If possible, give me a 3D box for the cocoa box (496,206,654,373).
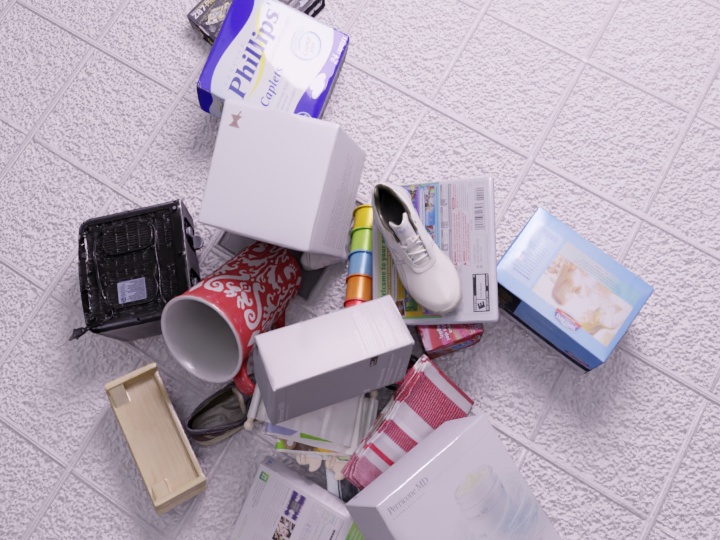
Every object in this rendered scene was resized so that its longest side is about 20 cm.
[{"bbox_3d":[0.294,0.032,1.011,0.199,0.131,0.134,38,81,13],"label":"cocoa box"}]

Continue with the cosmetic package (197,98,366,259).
[{"bbox_3d":[-0.102,-0.121,0.974,0.163,0.200,0.171,15,91,12],"label":"cosmetic package"}]

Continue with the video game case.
[{"bbox_3d":[0.103,-0.026,0.983,0.177,0.022,0.206,-3,80,18],"label":"video game case"}]

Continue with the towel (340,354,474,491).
[{"bbox_3d":[0.075,0.239,0.984,0.202,0.144,0.023,-54,35,-10],"label":"towel"}]

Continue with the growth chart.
[{"bbox_3d":[-0.064,0.199,0.961,0.196,0.018,0.148,25,73,-14],"label":"growth chart"}]

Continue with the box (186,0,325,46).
[{"bbox_3d":[-0.183,-0.460,1.221,0.161,0.049,0.201,41,82,11],"label":"box"}]

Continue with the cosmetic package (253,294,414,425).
[{"bbox_3d":[-0.038,0.117,0.908,0.196,0.108,0.091,-19,59,-18],"label":"cosmetic package"}]

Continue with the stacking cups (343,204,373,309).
[{"bbox_3d":[0.000,0.000,1.057,0.059,0.061,0.204,7,63,6],"label":"stacking cups"}]

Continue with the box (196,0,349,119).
[{"bbox_3d":[-0.141,-0.320,1.122,0.196,0.105,0.188,23,82,-5],"label":"box"}]

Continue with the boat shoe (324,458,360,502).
[{"bbox_3d":[-0.020,0.252,1.009,0.066,0.072,0.206,-7,78,3],"label":"boat shoe"}]

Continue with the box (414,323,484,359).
[{"bbox_3d":[0.110,0.021,1.044,0.093,0.100,0.204,-18,74,1],"label":"box"}]

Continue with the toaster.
[{"bbox_3d":[-0.341,0.008,1.073,0.195,0.119,0.185,-12,74,1],"label":"toaster"}]

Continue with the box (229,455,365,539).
[{"bbox_3d":[-0.078,0.375,0.973,0.197,0.036,0.147,28,104,12],"label":"box"}]

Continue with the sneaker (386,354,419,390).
[{"bbox_3d":[0.022,0.128,1.032,0.195,0.084,0.078,19,76,9],"label":"sneaker"}]

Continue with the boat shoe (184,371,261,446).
[{"bbox_3d":[-0.173,0.196,1.038,0.197,0.065,0.073,-28,73,-4],"label":"boat shoe"}]

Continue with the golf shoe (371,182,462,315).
[{"bbox_3d":[0.066,-0.031,0.933,0.078,0.097,0.202,-34,73,8],"label":"golf shoe"}]

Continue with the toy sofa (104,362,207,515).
[{"bbox_3d":[-0.305,0.251,1.033,0.081,0.098,0.203,-23,73,-23],"label":"toy sofa"}]

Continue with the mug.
[{"bbox_3d":[-0.176,0.066,1.013,0.130,0.182,0.200,10,32,20],"label":"mug"}]

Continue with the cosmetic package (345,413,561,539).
[{"bbox_3d":[0.121,0.332,0.902,0.197,0.123,0.202,-31,85,-27],"label":"cosmetic package"}]

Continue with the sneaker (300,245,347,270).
[{"bbox_3d":[-0.093,-0.094,1.105,0.097,0.078,0.204,-21,74,2],"label":"sneaker"}]
